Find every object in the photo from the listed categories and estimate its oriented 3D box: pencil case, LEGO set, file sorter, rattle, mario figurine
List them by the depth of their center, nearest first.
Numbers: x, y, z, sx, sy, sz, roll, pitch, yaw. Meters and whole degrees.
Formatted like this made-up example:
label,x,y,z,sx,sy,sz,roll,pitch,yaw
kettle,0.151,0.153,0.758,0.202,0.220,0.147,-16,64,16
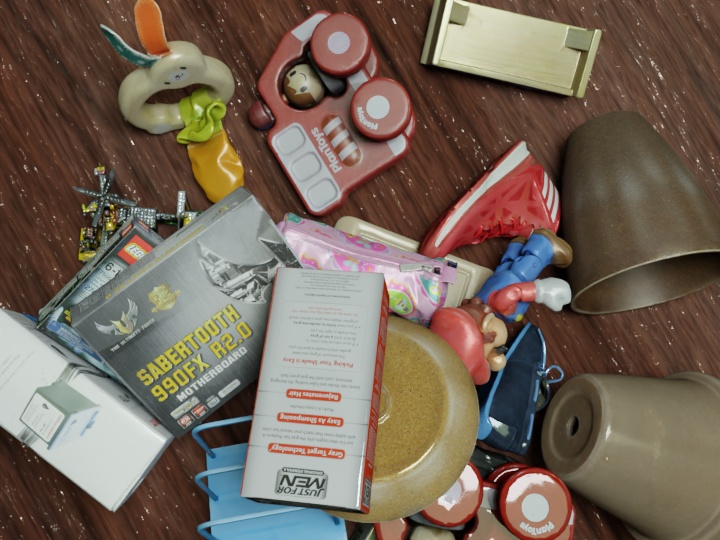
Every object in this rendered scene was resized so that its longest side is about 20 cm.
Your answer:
label,x,y,z,sx,sy,sz,roll,pitch,yaw
file sorter,-0.086,0.248,0.728,0.138,0.123,0.200,-9,62,-3
rattle,-0.188,-0.160,0.765,0.130,0.200,0.143,-1,78,-7
LEGO set,-0.208,-0.019,0.787,0.200,0.116,0.154,11,81,-7
mario figurine,0.151,0.052,0.791,0.106,0.124,0.200,32,61,23
pencil case,0.000,0.000,0.804,0.200,0.087,0.088,16,80,4

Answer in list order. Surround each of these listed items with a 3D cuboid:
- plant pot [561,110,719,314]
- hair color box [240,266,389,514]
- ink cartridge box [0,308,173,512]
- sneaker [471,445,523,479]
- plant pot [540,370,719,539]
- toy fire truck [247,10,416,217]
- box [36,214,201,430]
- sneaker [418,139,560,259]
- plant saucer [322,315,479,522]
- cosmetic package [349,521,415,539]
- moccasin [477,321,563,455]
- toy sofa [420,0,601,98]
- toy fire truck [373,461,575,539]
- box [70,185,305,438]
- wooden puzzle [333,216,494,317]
label,x,y,z,sx,sy,sz,roll,pitch,yaw
plant pot,0.308,-0.075,0.861,0.187,0.187,0.200,-7,69,-10
hair color box,-0.034,0.101,0.648,0.101,0.061,0.200,4,68,9
ink cartridge box,-0.286,0.134,0.738,0.200,0.146,0.086,37,79,-3
sneaker,0.134,0.242,0.837,0.200,0.076,0.091,26,85,5
plant pot,0.292,0.186,0.787,0.174,0.200,0.201,19,79,-15
toy fire truck,-0.038,-0.183,0.851,0.168,0.112,0.200,-33,87,7
box,-0.199,0.058,0.758,0.137,0.040,0.200,-46,119,3
sneaker,0.165,-0.054,0.865,0.116,0.078,0.200,45,70,-2
plant saucer,0.009,0.126,0.691,0.200,0.035,0.201,-3,62,6
cosmetic package,0.076,0.346,0.806,0.200,0.073,0.104,30,78,-3
moccasin,0.171,0.133,0.813,0.068,0.081,0.200,33,40,6
toy sofa,0.179,-0.272,0.913,0.200,0.098,0.083,10,105,-8
toy fire truck,0.109,0.267,0.725,0.200,0.112,0.168,10,78,1
box,-0.145,0.041,0.718,0.200,0.048,0.159,-37,119,-8
wooden puzzle,0.037,0.054,0.861,0.200,0.037,0.185,20,78,-1
